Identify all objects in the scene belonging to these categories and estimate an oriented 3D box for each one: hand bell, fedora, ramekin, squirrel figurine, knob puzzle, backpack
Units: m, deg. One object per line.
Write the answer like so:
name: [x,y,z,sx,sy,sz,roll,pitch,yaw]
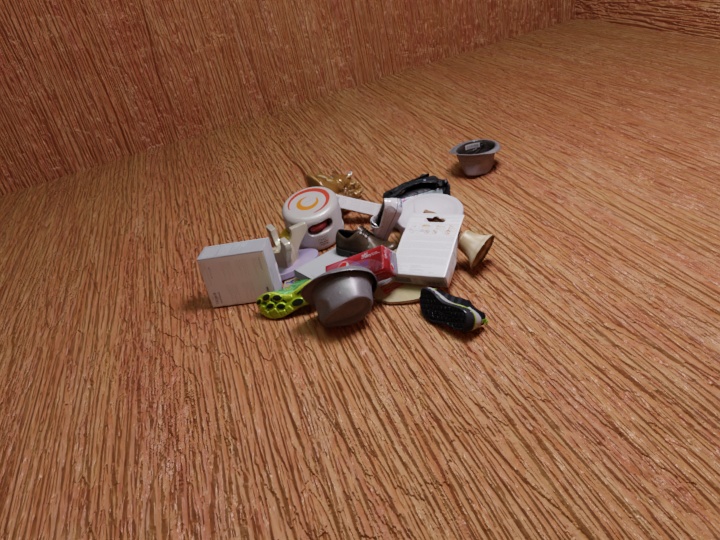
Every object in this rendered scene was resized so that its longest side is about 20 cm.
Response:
hand bell: [0.244,-0.102,1.662,0.198,0.105,0.104,37,51,20]
fedora: [0.396,-0.383,2.162,0.173,0.092,0.200,3,28,24]
ramekin: [0.199,-0.130,1.805,0.197,0.096,0.204,-7,36,5]
squirrel figurine: [-0.077,-0.265,2.157,0.197,0.145,0.185,26,36,29]
knob puzzle: [0.109,0.025,1.657,0.214,0.031,0.223,-13,43,12]
backpack: [0.169,-0.214,1.939,0.196,0.130,0.167,-20,15,-11]
fedora: [-0.045,0.076,1.538,0.196,0.177,0.092,-24,55,16]

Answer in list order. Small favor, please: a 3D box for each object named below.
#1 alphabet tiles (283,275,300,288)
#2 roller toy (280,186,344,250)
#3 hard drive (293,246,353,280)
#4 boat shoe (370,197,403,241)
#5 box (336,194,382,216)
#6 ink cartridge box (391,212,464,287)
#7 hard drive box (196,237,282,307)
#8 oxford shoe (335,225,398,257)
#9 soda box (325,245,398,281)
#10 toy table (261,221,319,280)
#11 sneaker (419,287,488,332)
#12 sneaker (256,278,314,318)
alphabet tiles: [-0.139,0.032,1.779,0.163,0.008,0.202,-11,30,6]
roller toy: [-0.146,-0.154,1.959,0.178,0.142,0.202,8,45,25]
hard drive: [-0.075,-0.015,1.796,0.198,0.027,0.131,-30,36,-32]
boat shoe: [0.058,-0.136,1.791,0.064,0.202,0.075,9,47,-16]
box: [-0.001,-0.204,2.018,0.195,0.043,0.039,13,-2,13]
ink cartridge box: [0.177,-0.056,1.632,0.159,0.051,0.203,5,55,29]
hard drive box: [-0.334,0.007,1.752,0.194,0.159,0.077,-6,28,11]
oxford shoe: [0.014,-0.081,1.773,0.195,0.086,0.073,7,30,22]
soda box: [0.000,0.000,1.626,0.197,0.069,0.065,-19,62,36]
toy table: [-0.226,-0.057,1.842,0.198,0.120,0.182,-30,31,-27]
sneaker: [0.219,0.096,1.483,0.081,0.074,0.199,-3,22,-34]
sneaker: [-0.181,0.074,1.671,0.195,0.076,0.084,-16,5,11]
